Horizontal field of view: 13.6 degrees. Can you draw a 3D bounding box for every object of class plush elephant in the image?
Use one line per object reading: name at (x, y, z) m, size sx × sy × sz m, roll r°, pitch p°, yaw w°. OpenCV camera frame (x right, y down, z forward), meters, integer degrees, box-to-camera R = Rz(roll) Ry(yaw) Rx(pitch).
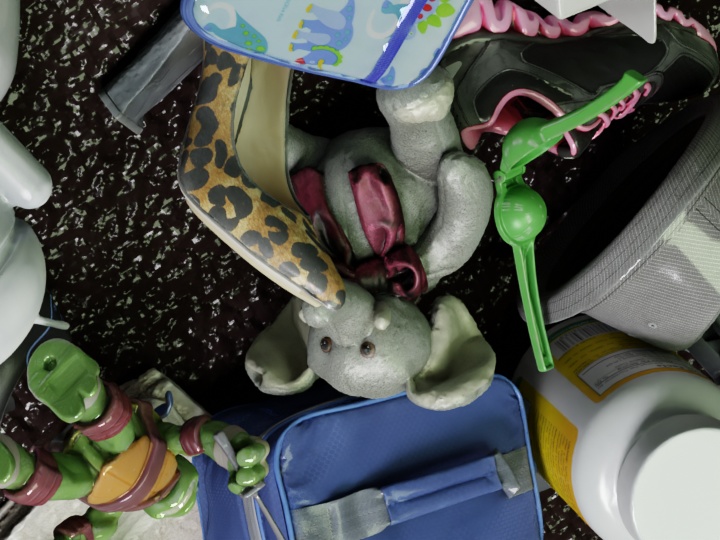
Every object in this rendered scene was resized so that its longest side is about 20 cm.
plush elephant at (0.000, 0.000, 1.715) m, size 0.164 × 0.156 × 0.200 m, roll -5°, pitch 150°, yaw 22°

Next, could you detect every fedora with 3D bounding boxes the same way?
fedora at (0.184, -0.015, 1.782) m, size 0.090 × 0.200 × 0.177 m, roll 41°, pitch 67°, yaw -7°

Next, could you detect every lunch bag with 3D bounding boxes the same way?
lunch bag at (0.016, 0.134, 1.779) m, size 0.199 × 0.132 × 0.137 m, roll -14°, pitch 96°, yaw -29°
lunch bag at (0.004, -0.196, 1.562) m, size 0.160 × 0.083 × 0.200 m, roll 16°, pitch 123°, yaw -27°

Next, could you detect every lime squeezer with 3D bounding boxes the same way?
lime squeezer at (0.107, -0.041, 1.705) m, size 0.038 × 0.070 × 0.201 m, roll -44°, pitch 155°, yaw -54°

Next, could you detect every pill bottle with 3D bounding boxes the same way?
pill bottle at (0.166, 0.103, 1.787) m, size 0.112 × 0.200 × 0.114 m, roll -4°, pitch 105°, yaw -14°

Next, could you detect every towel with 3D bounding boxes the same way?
towel at (-0.152, 0.161, 1.815) m, size 0.200 × 0.034 × 0.132 m, roll -47°, pitch 129°, yaw 3°

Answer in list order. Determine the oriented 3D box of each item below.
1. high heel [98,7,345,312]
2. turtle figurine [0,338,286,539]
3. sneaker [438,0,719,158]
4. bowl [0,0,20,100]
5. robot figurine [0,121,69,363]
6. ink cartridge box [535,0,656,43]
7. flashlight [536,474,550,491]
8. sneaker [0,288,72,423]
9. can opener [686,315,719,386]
high heel at (-0.038, -0.084, 1.634) m, size 0.143 × 0.200 × 0.071 m, roll -45°, pitch 156°, yaw 6°
turtle figurine at (-0.125, 0.132, 1.651) m, size 0.143 × 0.201 × 0.194 m, roll -14°, pitch 152°, yaw 25°
sneaker at (0.127, -0.104, 1.766) m, size 0.199 × 0.096 × 0.079 m, roll -1°, pitch 147°, yaw -25°
bowl at (-0.255, -0.165, 1.482) m, size 0.199 × 0.075 × 0.201 m, roll -4°, pitch 91°, yaw -27°
robot figurine at (-0.244, -0.017, 1.585) m, size 0.169 × 0.113 × 0.200 m, roll -38°, pitch 109°, yaw 12°
ink cartridge box at (0.104, -0.221, 1.678) m, size 0.067 × 0.116 × 0.201 m, roll -23°, pitch 126°, yaw -18°
flashlight at (0.074, 0.132, 1.907) m, size 0.199 × 0.068 × 0.068 m, roll -27°, pitch 101°, yaw -12°
sneaker at (-0.247, 0.080, 1.689) m, size 0.200 × 0.070 × 0.078 m, roll -45°, pitch 122°, yaw -1°
can opener at (0.220, 0.024, 1.939) m, size 0.063 × 0.079 × 0.200 m, roll -20°, pitch 135°, yaw 33°
